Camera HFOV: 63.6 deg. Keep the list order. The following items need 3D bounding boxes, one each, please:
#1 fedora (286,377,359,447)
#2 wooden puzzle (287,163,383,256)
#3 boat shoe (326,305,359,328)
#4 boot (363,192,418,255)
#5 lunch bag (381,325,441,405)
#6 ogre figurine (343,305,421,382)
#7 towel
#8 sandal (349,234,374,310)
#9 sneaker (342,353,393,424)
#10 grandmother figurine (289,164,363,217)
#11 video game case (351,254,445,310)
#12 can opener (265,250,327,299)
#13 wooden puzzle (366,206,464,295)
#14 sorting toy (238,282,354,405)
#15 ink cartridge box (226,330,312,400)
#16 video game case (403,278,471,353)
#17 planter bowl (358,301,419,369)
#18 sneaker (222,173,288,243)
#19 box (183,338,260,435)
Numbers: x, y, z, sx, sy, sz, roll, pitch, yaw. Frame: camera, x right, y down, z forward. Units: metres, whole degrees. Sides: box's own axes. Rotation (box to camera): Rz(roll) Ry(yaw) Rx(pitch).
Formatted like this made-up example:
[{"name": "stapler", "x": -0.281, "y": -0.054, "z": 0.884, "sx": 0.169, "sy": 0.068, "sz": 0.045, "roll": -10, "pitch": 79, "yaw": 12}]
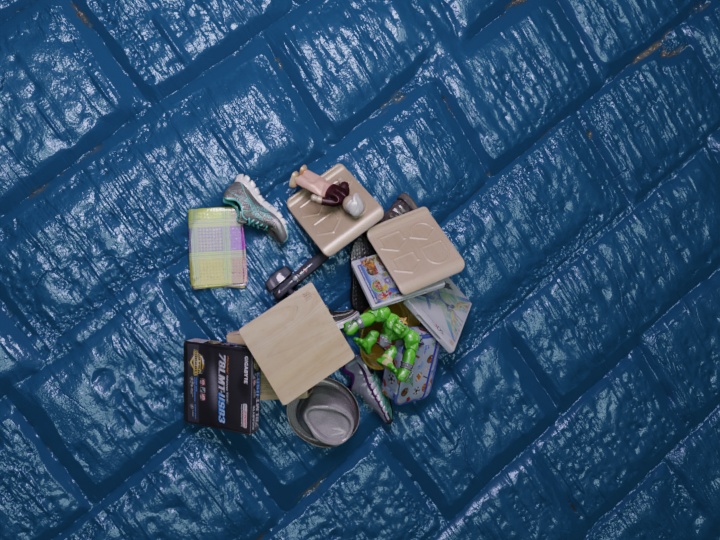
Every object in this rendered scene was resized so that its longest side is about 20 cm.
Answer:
[{"name": "fedora", "x": -0.090, "y": 0.375, "z": 1.480, "sx": 0.198, "sy": 0.090, "sz": 0.179, "roll": 36, "pitch": 90, "yaw": -12}, {"name": "wooden puzzle", "x": -0.064, "y": -0.150, "z": 1.466, "sx": 0.183, "sy": 0.047, "sz": 0.201, "roll": -36, "pitch": 63, "yaw": -8}, {"name": "boat shoe", "x": -0.097, "y": 0.125, "z": 1.489, "sx": 0.195, "sy": 0.071, "sz": 0.065, "roll": -15, "pitch": 96, "yaw": -10}, {"name": "boot", "x": 0.102, "y": -0.083, "z": 1.513, "sx": 0.174, "sy": 0.069, "sz": 0.201, "roll": -43, "pitch": 100, "yaw": -19}, {"name": "lunch bag", "x": 0.139, "y": 0.241, "z": 1.506, "sx": 0.157, "sy": 0.075, "sz": 0.205, "roll": -1, "pitch": 110, "yaw": -40}, {"name": "ogre figurine", "x": 0.063, "y": 0.160, "z": 1.386, "sx": 0.198, "sy": 0.099, "sz": 0.121, "roll": 34, "pitch": 72, "yaw": 13}, {"name": "towel", "x": -0.357, "y": -0.054, "z": 1.449, "sx": 0.139, "sy": 0.023, "sz": 0.206, "roll": -4, "pitch": 92, "yaw": -12}, {"name": "sandal", "x": -0.001, "y": 0.001, "z": 1.517, "sx": 0.073, "sy": 0.048, "sz": 0.207, "roll": 7, "pitch": 91, "yaw": -22}, {"name": "sneaker", "x": 0.017, "y": 0.320, "z": 1.534, "sx": 0.086, "sy": 0.074, "sz": 0.204, "roll": -23, "pitch": 96, "yaw": 14}, {"name": "grandmother figurine", "x": -0.073, "y": -0.192, "z": 1.423, "sx": 0.197, "sy": 0.061, "sz": 0.122, "roll": 31, "pitch": 58, "yaw": 20}, {"name": "video game case", "x": 0.092, "y": 0.009, "z": 1.429, "sx": 0.195, "sy": 0.018, "sz": 0.145, "roll": -16, "pitch": 56, "yaw": -16}, {"name": "can opener", "x": -0.147, "y": 0.003, "z": 1.477, "sx": 0.198, "sy": 0.063, "sz": 0.080, "roll": -36, "pitch": 98, "yaw": -9}, {"name": "wooden puzzle", "x": 0.133, "y": -0.046, "z": 1.435, "sx": 0.181, "sy": 0.047, "sz": 0.203, "roll": -21, "pitch": 61, "yaw": -16}, {"name": "sorting toy", "x": -0.147, "y": 0.166, "z": 1.348, "sx": 0.197, "sy": 0.070, "sz": 0.202, "roll": -32, "pitch": 95, "yaw": -6}, {"name": "ink cartridge box", "x": -0.222, "y": 0.230, "z": 1.432, "sx": 0.194, "sy": 0.075, "sz": 0.170, "roll": -3, "pitch": 92, "yaw": 8}, {"name": "video game case", "x": 0.206, "y": 0.086, "z": 1.519, "sx": 0.183, "sy": 0.022, "sz": 0.201, "roll": 47, "pitch": 41, "yaw": -10}, {"name": "planter bowl", "x": 0.056, "y": 0.145, "z": 1.501, "sx": 0.197, "sy": 0.083, "sz": 0.206, "roll": -17, "pitch": 119, "yaw": -32}, {"name": "sneaker", "x": -0.262, "y": -0.135, "z": 1.432, "sx": 0.200, "sy": 0.077, "sz": 0.091, "roll": 48, "pitch": 60, "yaw": -2}, {"name": "box", "x": -0.333, "y": 0.275, "z": 1.394, "sx": 0.193, "sy": 0.049, "sz": 0.206, "roll": 5, "pitch": 96, "yaw": 22}]
